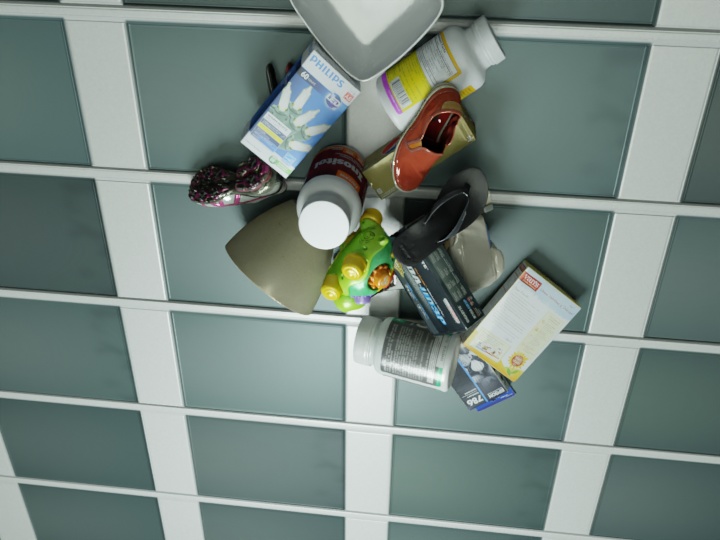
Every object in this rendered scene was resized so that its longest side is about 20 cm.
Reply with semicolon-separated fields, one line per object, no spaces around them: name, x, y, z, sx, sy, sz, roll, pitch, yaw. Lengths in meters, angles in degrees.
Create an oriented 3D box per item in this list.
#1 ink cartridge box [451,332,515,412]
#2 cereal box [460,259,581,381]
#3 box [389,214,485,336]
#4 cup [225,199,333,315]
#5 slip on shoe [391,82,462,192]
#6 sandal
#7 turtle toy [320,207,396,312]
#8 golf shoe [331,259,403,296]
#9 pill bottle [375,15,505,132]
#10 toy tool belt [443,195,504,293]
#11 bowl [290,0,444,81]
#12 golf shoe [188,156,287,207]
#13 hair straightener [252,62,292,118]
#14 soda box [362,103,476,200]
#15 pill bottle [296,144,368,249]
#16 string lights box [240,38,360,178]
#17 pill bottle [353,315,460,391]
ink cartridge box;0.236;0.220;1.443;0.098;0.040;0.201;-30;113;21
cereal box;0.307;0.100;1.343;0.142;0.040;0.201;35;107;-14
box;0.120;0.015;1.221;0.045;0.159;0.203;-32;92;-18
cup;-0.126;-0.041;1.263;0.198;0.201;0.144;37;98;-15
slip on shoe;0.103;-0.198;1.100;0.072;0.062;0.202;8;137;-22
sandal;0.135;-0.082;1.118;0.076;0.043;0.200;43;89;-2
turtle toy;0.000;0.000;1.196;0.100;0.148;0.200;32;139;-12
golf shoe;0.032;0.021;1.319;0.194;0.095;0.080;-8;119;10
pill bottle;0.128;-0.312;1.102;0.197;0.105;0.105;-29;114;22
toy tool belt;0.174;-0.068;1.234;0.122;0.123;0.205;-22;114;-10
bowl;0.013;-0.424;1.069;0.198;0.075;0.200;-35;110;24
golf shoe;-0.226;-0.146;1.264;0.195;0.075;0.092;-4;160;29
hair straightener;-0.149;-0.260;1.214;0.074;0.041;0.205;2;125;6
soda box;0.100;-0.208;1.188;0.197;0.068;0.064;-32;113;23
pill bottle;-0.047;-0.124;1.179;0.109;0.202;0.116;3;122;5
string lights box;-0.099;-0.264;1.145;0.102;0.060;0.200;35;118;-22
pill bottle;0.090;0.157;1.364;0.194;0.114;0.116;13;123;16
